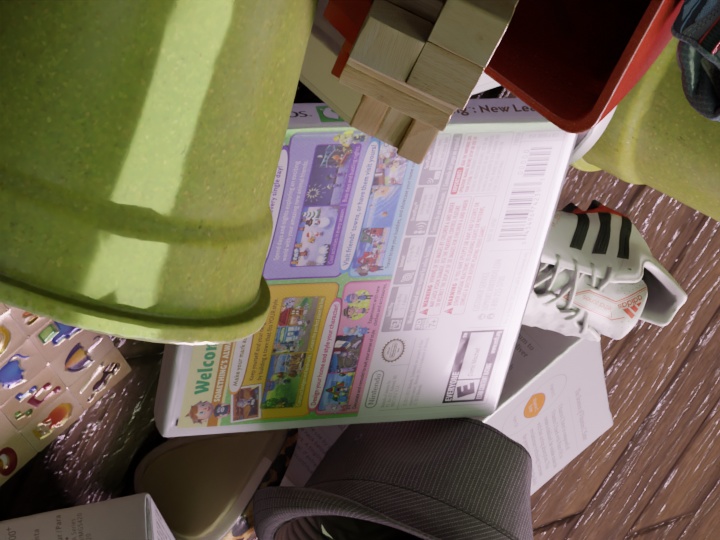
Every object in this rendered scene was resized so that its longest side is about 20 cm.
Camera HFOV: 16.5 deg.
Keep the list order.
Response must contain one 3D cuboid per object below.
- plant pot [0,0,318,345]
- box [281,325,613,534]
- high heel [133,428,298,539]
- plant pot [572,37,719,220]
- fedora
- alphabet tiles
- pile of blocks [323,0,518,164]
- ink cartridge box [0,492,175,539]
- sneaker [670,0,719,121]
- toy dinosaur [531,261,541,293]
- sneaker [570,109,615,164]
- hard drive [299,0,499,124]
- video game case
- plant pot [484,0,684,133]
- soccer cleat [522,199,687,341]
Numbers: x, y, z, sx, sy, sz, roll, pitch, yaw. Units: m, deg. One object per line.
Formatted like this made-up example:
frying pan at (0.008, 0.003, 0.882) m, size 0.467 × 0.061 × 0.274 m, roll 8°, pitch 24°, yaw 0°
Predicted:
plant pot at (-0.095, -0.098, 0.956) m, size 0.200 × 0.200 × 0.184 m, roll -1°, pitch 119°, yaw -56°
box at (0.044, 0.092, 1.512) m, size 0.200 × 0.106 × 0.152 m, roll -39°, pitch 153°, yaw -12°
high heel at (-0.070, 0.140, 1.440) m, size 0.200 × 0.071 × 0.143 m, roll -41°, pitch 153°, yaw 31°
plant pot at (0.246, -0.093, 1.419) m, size 0.200 × 0.184 × 0.200 m, roll -41°, pitch 155°, yaw -23°
fedora at (0.036, 0.130, 1.329) m, size 0.090 × 0.177 × 0.200 m, roll -66°, pitch -167°, yaw -23°
alphabet tiles at (-0.178, 0.042, 1.221) m, size 0.167 × 0.008 × 0.200 m, roll -42°, pitch 155°, yaw -9°
pile of blocks at (0.021, -0.100, 0.943) m, size 0.200 × 0.062 × 0.082 m, roll 135°, pitch -20°, yaw -83°
ink cartridge box at (-0.176, 0.197, 1.373) m, size 0.173 × 0.044 × 0.200 m, roll -11°, pitch 149°, yaw 5°
sneaker at (0.167, -0.108, 1.035) m, size 0.096 × 0.079 × 0.200 m, roll -49°, pitch 165°, yaw 8°
toy dinosaur at (0.028, -0.070, 1.241) m, size 0.102 × 0.077 × 0.200 m, roll -36°, pitch 118°, yaw -40°
sneaker at (0.090, -0.125, 1.316) m, size 0.099 × 0.071 × 0.200 m, roll -24°, pitch 143°, yaw -31°
hard drive at (0.030, -0.132, 1.132) m, size 0.200 × 0.132 × 0.027 m, roll -21°, pitch 144°, yaw -41°
video game case at (0.000, 0.000, 1.210) m, size 0.182 × 0.022 × 0.200 m, roll -3°, pitch 133°, yaw -18°
plant pot at (0.100, -0.212, 1.074) m, size 0.176 × 0.200 × 0.200 m, roll -31°, pitch 154°, yaw -53°
soccer cleat at (0.109, 0.003, 1.341) m, size 0.200 × 0.085 × 0.069 m, roll -3°, pitch 131°, yaw -57°
